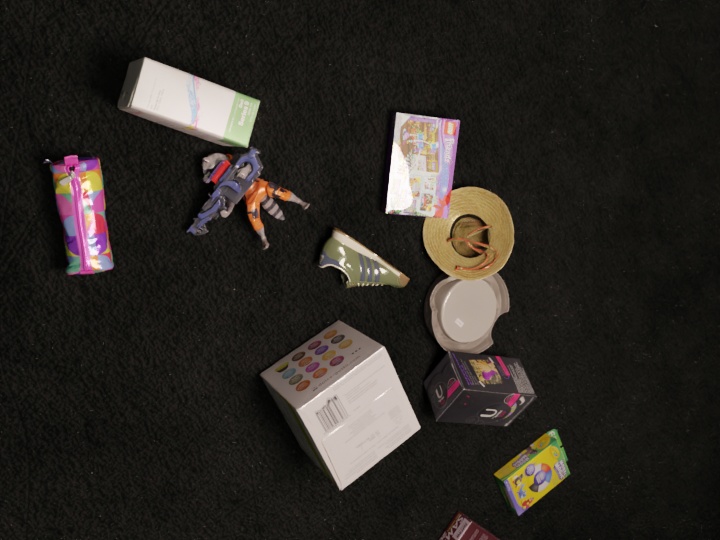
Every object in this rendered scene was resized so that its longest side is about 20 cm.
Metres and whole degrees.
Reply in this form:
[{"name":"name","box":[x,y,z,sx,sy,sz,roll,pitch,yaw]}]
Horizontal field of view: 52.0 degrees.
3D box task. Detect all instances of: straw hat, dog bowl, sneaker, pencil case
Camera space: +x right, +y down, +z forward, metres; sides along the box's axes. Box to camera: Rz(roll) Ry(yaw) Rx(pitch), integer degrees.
[{"name":"straw hat","box":[0.232,-0.067,1.555,0.202,0.201,0.085,-61,159,-3]},{"name":"dog bowl","box":[0.225,0.082,1.603,0.199,0.059,0.201,-5,103,-24]},{"name":"sneaker","box":[0.000,0.000,1.477,0.200,0.067,0.090,33,93,-27]},{"name":"pencil case","box":[-0.460,-0.092,1.219,0.088,0.088,0.201,-11,106,-24]}]

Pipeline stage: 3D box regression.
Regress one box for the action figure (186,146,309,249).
[{"name":"action figure","box":[-0.221,-0.130,1.341,0.200,0.105,0.193,-40,110,14]}]

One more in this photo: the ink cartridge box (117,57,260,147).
[{"name":"ink cartridge box","box":[-0.288,-0.276,1.228,0.199,0.145,0.088,14,94,-27]}]

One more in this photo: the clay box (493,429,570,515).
[{"name":"clay box","box":[0.427,0.486,1.792,0.200,0.048,0.115,-32,113,-16]}]

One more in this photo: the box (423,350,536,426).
[{"name":"box","box":[0.258,0.259,1.604,0.199,0.106,0.122,9,132,-27]}]

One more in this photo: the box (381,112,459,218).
[{"name":"box","box":[0.120,-0.210,1.489,0.136,0.039,0.201,4,99,-15]}]

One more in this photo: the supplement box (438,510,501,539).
[{"name":"supplement box","box":[0.278,0.667,1.749,0.200,0.061,0.109,41,81,-28]}]

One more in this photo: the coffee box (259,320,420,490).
[{"name":"coffee box","box":[-0.041,0.251,1.429,0.199,0.198,0.201,-33,115,-17]}]
